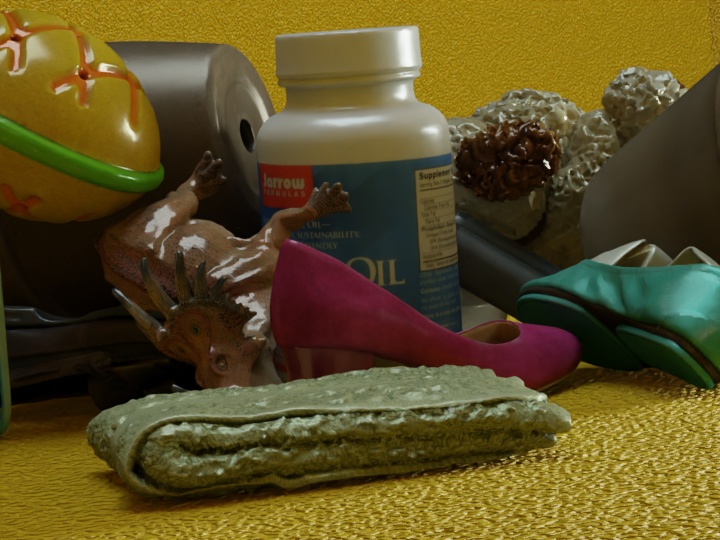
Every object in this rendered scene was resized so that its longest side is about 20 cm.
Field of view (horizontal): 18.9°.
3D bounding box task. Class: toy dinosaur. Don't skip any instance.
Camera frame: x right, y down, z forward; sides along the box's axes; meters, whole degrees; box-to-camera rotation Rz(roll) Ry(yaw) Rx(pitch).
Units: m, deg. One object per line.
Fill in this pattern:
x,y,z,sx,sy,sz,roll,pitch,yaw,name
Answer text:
-0.093,0.003,1.141,0.135,0.086,0.200,-27,34,-37,toy dinosaur

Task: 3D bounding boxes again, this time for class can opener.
0.054,0.001,1.309,0.200,0.067,0.053,31,21,7,can opener

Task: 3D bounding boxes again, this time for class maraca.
-0.197,-0.094,1.171,0.200,0.107,0.137,29,9,0,maraca

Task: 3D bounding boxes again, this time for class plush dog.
0.102,-0.053,1.384,0.172,0.161,0.200,10,-6,-29,plush dog

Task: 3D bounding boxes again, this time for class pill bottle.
-0.002,-0.036,1.229,0.112,0.200,0.112,-5,7,1,pill bottle

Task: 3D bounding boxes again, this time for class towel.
-0.018,0.068,0.967,0.200,0.037,0.148,-6,3,-14,towel

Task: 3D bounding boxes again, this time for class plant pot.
0.228,-0.037,1.246,0.200,0.200,0.173,-9,-10,-46,plant pot
-0.145,-0.066,1.314,0.174,0.201,0.200,-13,1,19,plant pot

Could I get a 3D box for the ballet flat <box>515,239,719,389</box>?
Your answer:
0.156,0.019,1.162,0.070,0.067,0.200,-48,20,-12,ballet flat

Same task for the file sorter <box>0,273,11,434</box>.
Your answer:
-0.299,0.032,1.136,0.200,0.139,0.123,-8,7,-32,file sorter

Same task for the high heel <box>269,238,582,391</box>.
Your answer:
0.037,0.022,1.116,0.200,0.096,0.067,-8,5,-34,high heel

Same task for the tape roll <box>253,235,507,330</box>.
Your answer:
0.000,0.000,1.395,0.202,0.037,0.203,13,18,-4,tape roll

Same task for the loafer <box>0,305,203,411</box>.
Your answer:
-0.151,0.059,1.232,0.200,0.063,0.072,1,-24,24,loafer
